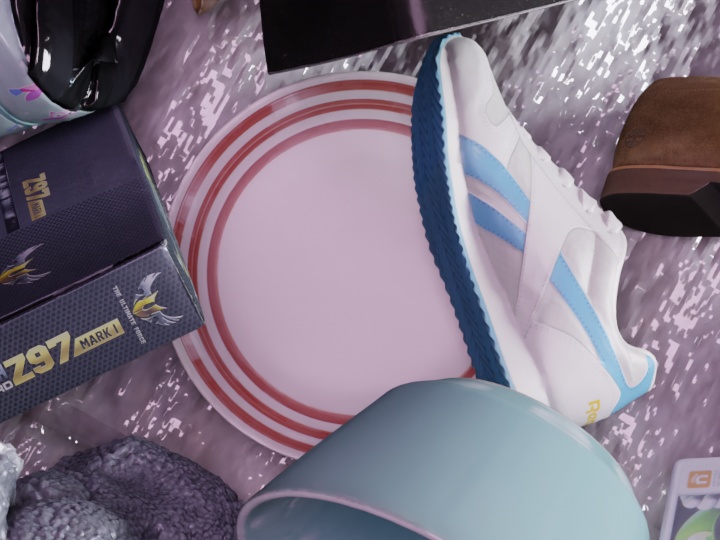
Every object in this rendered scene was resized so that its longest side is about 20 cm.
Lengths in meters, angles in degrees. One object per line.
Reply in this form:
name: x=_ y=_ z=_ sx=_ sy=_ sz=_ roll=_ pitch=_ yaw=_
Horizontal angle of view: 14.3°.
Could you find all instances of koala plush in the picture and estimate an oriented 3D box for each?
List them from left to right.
koala plush: x=-0.137 y=0.151 z=1.315 sx=0.184 sy=0.200 sz=0.177 roll=-36 pitch=79 yaw=-3

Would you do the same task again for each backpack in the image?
backpack: x=-0.177 y=-0.164 z=1.407 sx=0.126 sy=0.167 sz=0.200 roll=-10 pitch=80 yaw=28

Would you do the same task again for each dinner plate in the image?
dinner plate: x=0.000 y=0.000 z=1.422 sx=0.200 sy=0.024 sz=0.201 roll=-1 pitch=81 yaw=4

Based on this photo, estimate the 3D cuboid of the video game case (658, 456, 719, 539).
video game case: x=0.216 y=0.153 z=1.278 sx=0.182 sy=0.023 sz=0.200 roll=-6 pitch=39 yaw=20

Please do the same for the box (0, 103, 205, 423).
box: x=-0.165 y=0.002 z=1.352 sx=0.158 sy=0.200 sz=0.051 roll=-25 pitch=116 yaw=0

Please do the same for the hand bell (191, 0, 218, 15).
hand bell: x=0.013 y=-0.185 z=1.434 sx=0.200 sy=0.104 sz=0.104 roll=-4 pitch=80 yaw=-9

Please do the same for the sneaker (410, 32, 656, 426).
sneaker: x=0.079 y=-0.021 z=1.377 sx=0.081 sy=0.077 sz=0.200 roll=-16 pitch=83 yaw=-11

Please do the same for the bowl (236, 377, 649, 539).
bowl: x=0.054 y=0.124 z=1.325 sx=0.201 sy=0.201 sz=0.105 roll=28 pitch=65 yaw=8

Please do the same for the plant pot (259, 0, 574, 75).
plant pot: x=0.055 y=-0.204 z=1.321 sx=0.199 sy=0.200 sz=0.178 roll=-15 pitch=94 yaw=-19

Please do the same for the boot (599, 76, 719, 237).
boot: x=0.216 y=-0.056 z=1.375 sx=0.200 sy=0.074 sz=0.076 roll=6 pitch=68 yaw=26
